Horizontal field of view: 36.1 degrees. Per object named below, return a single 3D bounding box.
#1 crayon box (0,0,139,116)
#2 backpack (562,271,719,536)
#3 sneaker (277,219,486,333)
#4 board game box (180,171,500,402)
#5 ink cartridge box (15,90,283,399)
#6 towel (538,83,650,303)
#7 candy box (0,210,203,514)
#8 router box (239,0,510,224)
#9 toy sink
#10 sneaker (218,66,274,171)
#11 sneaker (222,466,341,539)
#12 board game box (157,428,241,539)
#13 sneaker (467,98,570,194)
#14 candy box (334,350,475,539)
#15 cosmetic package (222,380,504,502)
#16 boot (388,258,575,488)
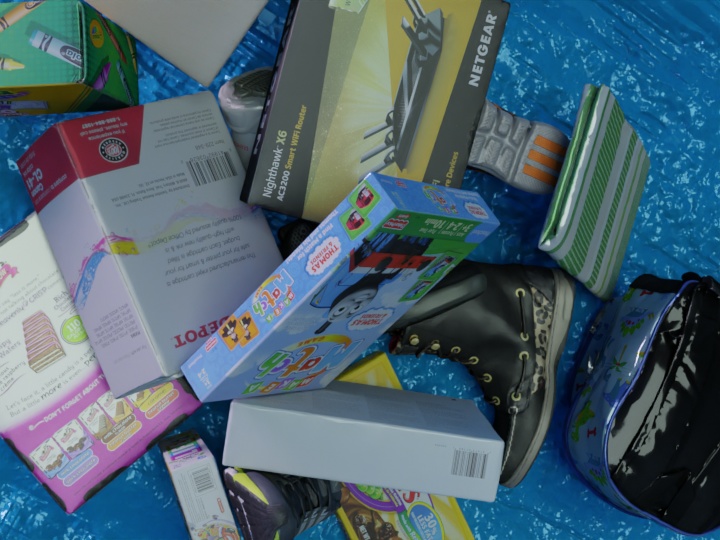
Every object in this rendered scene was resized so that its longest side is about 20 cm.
[{"bbox_3d":[-0.273,-0.147,0.790,0.200,0.119,0.058,-2,90,6],"label":"crayon box"},{"bbox_3d":[0.276,0.124,0.987,0.183,0.147,0.200,33,79,-17],"label":"backpack"},{"bbox_3d":[0.000,0.000,0.901,0.199,0.076,0.114,-13,87,24],"label":"sneaker"},{"bbox_3d":[-0.012,0.016,0.779,0.200,0.151,0.037,-44,67,24],"label":"board game box"},{"bbox_3d":[-0.150,-0.022,0.844,0.148,0.086,0.200,-20,88,-44],"label":"ink cartridge box"},{"bbox_3d":[0.208,-0.063,0.964,0.023,0.200,0.153,14,84,27],"label":"towel"},{"bbox_3d":[-0.239,0.069,0.865,0.136,0.061,0.200,-39,102,-15],"label":"candy box"},{"bbox_3d":[0.010,-0.127,0.838,0.157,0.052,0.200,14,94,-14],"label":"router box"},{"bbox_3d":[-0.156,-0.253,0.824,0.200,0.112,0.130,34,102,-13],"label":"toy sink"},{"bbox_3d":[-0.032,-0.135,0.937,0.200,0.078,0.099,-24,131,-29],"label":"sneaker"},{"bbox_3d":[-0.056,0.171,0.847,0.081,0.200,0.074,-19,87,-5],"label":"sneaker"},{"bbox_3d":[-0.109,0.233,0.868,0.034,0.134,0.200,-18,95,-13],"label":"board game box"},{"bbox_3d":[0.077,-0.121,0.942,0.200,0.112,0.078,27,91,-19],"label":"sneaker"},{"bbox_3d":[0.019,0.181,0.967,0.102,0.026,0.200,-29,98,-17],"label":"candy box"},{"bbox_3d":[-0.001,0.124,0.859,0.200,0.151,0.052,9,96,-3],"label":"cosmetic package"},{"bbox_3d":[0.097,0.080,0.969,0.150,0.073,0.200,14,91,-14],"label":"boot"}]
